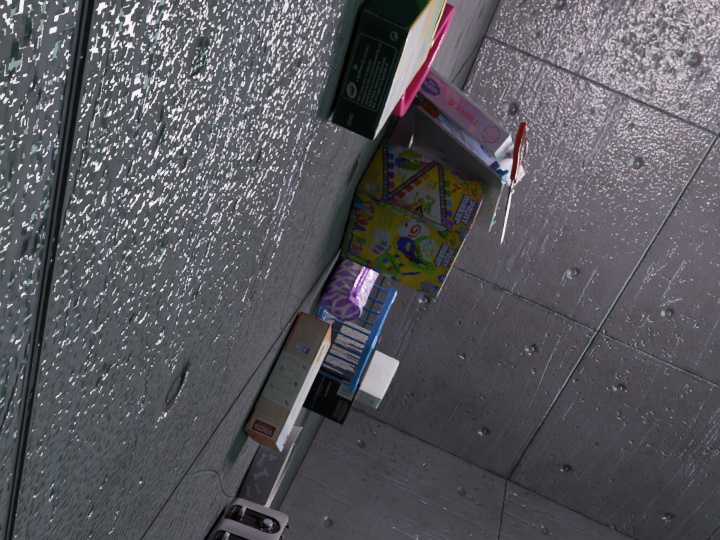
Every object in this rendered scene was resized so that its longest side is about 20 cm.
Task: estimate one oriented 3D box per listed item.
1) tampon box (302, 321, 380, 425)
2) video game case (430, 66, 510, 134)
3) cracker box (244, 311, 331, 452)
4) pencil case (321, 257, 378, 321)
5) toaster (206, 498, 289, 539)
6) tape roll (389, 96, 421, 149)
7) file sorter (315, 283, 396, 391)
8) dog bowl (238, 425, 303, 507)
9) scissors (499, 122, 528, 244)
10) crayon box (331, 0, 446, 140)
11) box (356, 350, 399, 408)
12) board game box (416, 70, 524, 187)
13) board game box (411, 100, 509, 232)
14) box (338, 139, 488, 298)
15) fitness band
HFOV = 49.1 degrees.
[{"bbox_3d":[-0.050,0.244,1.936,0.200,0.126,0.150,-61,174,-56],"label":"tampon box"},{"bbox_3d":[0.190,-0.296,1.467,0.024,0.200,0.182,-49,177,4],"label":"video game case"},{"bbox_3d":[-0.111,0.178,1.243,0.134,0.057,0.201,100,14,-71],"label":"cracker box"},{"bbox_3d":[0.000,0.000,1.457,0.085,0.084,0.201,-21,-146,45],"label":"pencil case"},{"bbox_3d":[-0.218,0.513,1.335,0.181,0.118,0.201,-51,164,-72],"label":"toaster"},{"bbox_3d":[0.077,-0.231,1.492,0.203,0.037,0.204,24,90,-85],"label":"tape roll"},{"bbox_3d":[-0.026,0.118,1.546,0.200,0.122,0.139,109,6,-56],"label":"file sorter"},{"bbox_3d":[-0.181,0.393,1.566,0.200,0.058,0.201,25,90,-86],"label":"dog bowl"},{"bbox_3d":[0.246,-0.145,1.288,0.073,0.014,0.201,59,47,-64],"label":"scissors"},{"bbox_3d":[0.038,-0.240,0.816,0.200,0.051,0.126,-61,173,-48],"label":"crayon box"},{"bbox_3d":[-0.004,0.312,2.416,0.199,0.199,0.131,101,14,-72],"label":"box"},{"bbox_3d":[0.189,-0.244,1.367,0.041,0.199,0.200,-47,159,5],"label":"board game box"},{"bbox_3d":[0.168,-0.177,1.367,0.026,0.200,0.200,-42,163,-13],"label":"board game box"},{"bbox_3d":[0.085,-0.082,1.342,0.200,0.192,0.122,109,7,-56],"label":"box"},{"bbox_3d":[0.087,-0.311,1.151,0.144,0.037,0.200,110,7,-49],"label":"fitness band"}]
